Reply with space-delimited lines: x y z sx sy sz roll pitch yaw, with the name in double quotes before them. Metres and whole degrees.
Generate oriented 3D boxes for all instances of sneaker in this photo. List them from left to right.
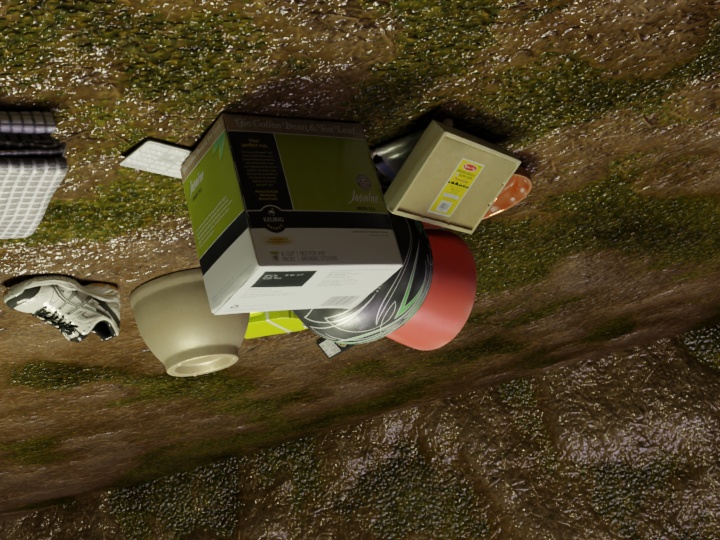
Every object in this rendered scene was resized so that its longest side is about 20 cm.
"sneaker" -0.438 0.062 1.678 0.075 0.089 0.199 -24 159 38

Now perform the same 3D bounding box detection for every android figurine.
"android figurine" -0.173 0.087 2.029 0.197 0.042 0.182 -12 164 16

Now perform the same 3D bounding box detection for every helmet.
"helmet" 0.000 0.000 1.507 0.197 0.193 0.200 -5 163 -2

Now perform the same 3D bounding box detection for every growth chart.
"growth chart" 0.084 -0.129 1.513 0.143 0.018 0.200 -16 152 16

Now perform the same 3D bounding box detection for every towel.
"towel" -0.413 -0.092 1.192 0.164 0.087 0.200 -3 161 -33

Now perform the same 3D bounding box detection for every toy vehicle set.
"toy vehicle set" 0.122 -0.118 1.468 0.199 0.027 0.125 11 118 -53

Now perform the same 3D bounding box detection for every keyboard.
"keyboard" -0.202 -0.127 1.372 0.056 0.011 0.199 -24 160 33

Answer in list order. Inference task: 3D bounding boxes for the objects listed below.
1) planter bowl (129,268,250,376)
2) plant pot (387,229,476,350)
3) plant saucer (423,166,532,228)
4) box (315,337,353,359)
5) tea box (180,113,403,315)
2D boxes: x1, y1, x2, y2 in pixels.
"planter bowl" -0.267 0.093 1.828 0.197 0.136 0.200 -12 164 -3
"plant pot" 0.054 0.018 1.762 0.176 0.203 0.200 13 151 -39
"plant saucer" 0.154 -0.114 1.656 0.198 0.033 0.201 -13 163 -4
"box" 0.025 0.070 2.003 0.161 0.049 0.200 -46 -173 -39
"tea box" -0.084 -0.065 1.330 0.198 0.199 0.133 0 156 -34
